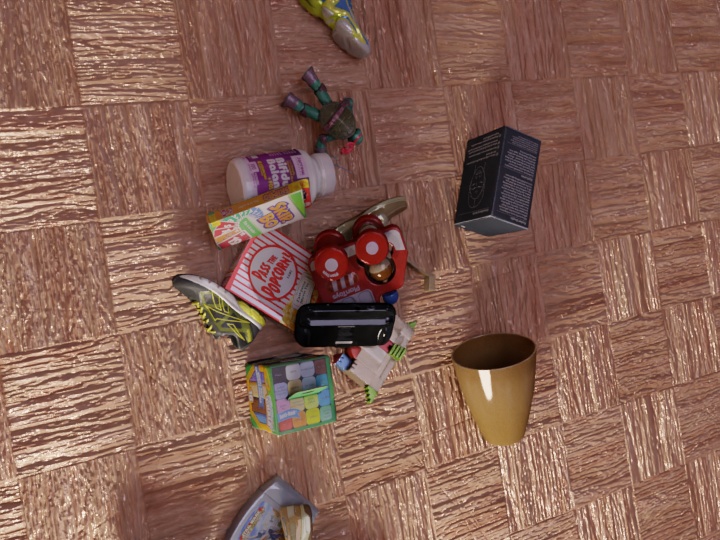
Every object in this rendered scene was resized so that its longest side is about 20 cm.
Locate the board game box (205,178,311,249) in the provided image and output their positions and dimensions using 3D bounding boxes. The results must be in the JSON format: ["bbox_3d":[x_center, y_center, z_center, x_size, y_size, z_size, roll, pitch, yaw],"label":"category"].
[{"bbox_3d":[-0.181,-0.104,1.383,0.196,0.096,0.030,-24,64,-10],"label":"board game box"}]

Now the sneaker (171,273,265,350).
[{"bbox_3d":[-0.268,0.077,1.390,0.198,0.074,0.086,33,73,-21],"label":"sneaker"}]

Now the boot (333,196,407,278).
[{"bbox_3d":[0.042,-0.049,1.535,0.197,0.072,0.157,-30,81,-19],"label":"boot"}]

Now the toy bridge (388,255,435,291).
[{"bbox_3d":[0.076,0.004,1.596,0.195,0.027,0.069,5,83,-26],"label":"toy bridge"}]

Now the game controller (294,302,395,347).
[{"bbox_3d":[-0.029,0.106,1.442,0.194,0.106,0.043,1,48,-12],"label":"game controller"}]

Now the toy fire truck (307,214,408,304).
[{"bbox_3d":[0.000,0.000,1.442,0.195,0.113,0.172,-20,111,3],"label":"toy fire truck"}]

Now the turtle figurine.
[{"bbox_3d":[-0.057,-0.305,1.514,0.199,0.100,0.151,41,70,-12],"label":"turtle figurine"}]

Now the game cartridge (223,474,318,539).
[{"bbox_3d":[-0.182,0.504,1.429,0.133,0.041,0.202,44,69,-22],"label":"game cartridge"}]

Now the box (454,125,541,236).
[{"bbox_3d":[0.301,-0.192,1.656,0.105,0.148,0.206,15,80,-24],"label":"box"}]

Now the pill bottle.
[{"bbox_3d":[-0.150,-0.172,1.445,0.195,0.112,0.116,-14,93,-26],"label":"pill bottle"}]

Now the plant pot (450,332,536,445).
[{"bbox_3d":[0.300,0.265,1.623,0.183,0.185,0.206,-19,107,-26],"label":"plant pot"}]

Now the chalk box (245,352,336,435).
[{"bbox_3d":[-0.123,0.225,1.384,0.122,0.199,0.128,-7,90,-26],"label":"chalk box"}]

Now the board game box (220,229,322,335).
[{"bbox_3d":[-0.156,0.020,1.466,0.198,0.046,0.154,32,73,-22],"label":"board game box"}]

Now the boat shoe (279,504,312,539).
[{"bbox_3d":[-0.131,0.544,1.404,0.074,0.072,0.206,2,77,-14],"label":"boat shoe"}]

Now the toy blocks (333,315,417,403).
[{"bbox_3d":[0.015,0.146,1.530,0.136,0.100,0.202,37,71,-8],"label":"toy blocks"}]

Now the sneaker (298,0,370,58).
[{"bbox_3d":[-0.034,-0.540,1.548,0.200,0.075,0.106,43,69,-17],"label":"sneaker"}]
